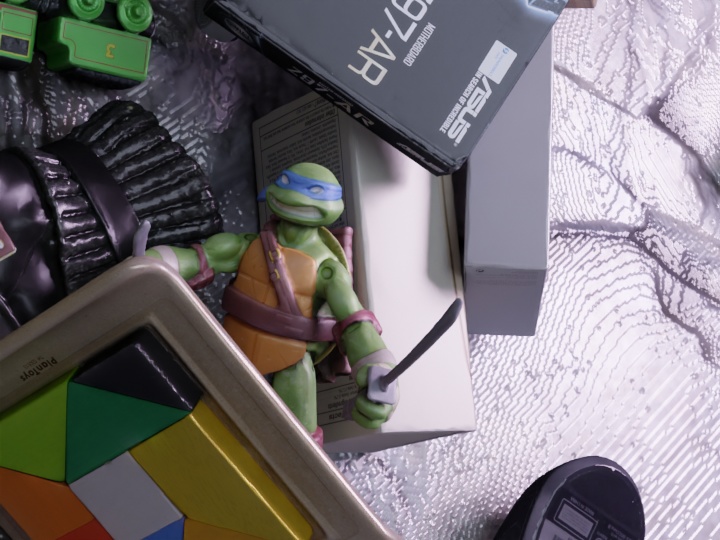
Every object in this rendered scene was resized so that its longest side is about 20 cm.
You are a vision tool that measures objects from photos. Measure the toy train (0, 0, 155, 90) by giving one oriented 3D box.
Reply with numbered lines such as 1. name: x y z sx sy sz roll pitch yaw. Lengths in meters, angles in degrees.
1. toy train: -0.200 -0.137 0.940 0.200 0.042 0.056 9 84 -34

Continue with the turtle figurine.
1. turtle figurine: -0.058 0.051 0.881 0.144 0.200 0.194 6 111 -16

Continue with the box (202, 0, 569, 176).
1. box: 0.036 -0.176 0.950 0.160 0.044 0.200 35 83 -10

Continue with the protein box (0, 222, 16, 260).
1. protein box: -0.292 -0.001 0.738 0.200 0.198 0.135 -34 98 -36

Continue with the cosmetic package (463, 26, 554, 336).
1. cosmetic package: 0.088 -0.075 1.061 0.052 0.151 0.200 3 74 2

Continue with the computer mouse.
1. computer mouse: 0.099 0.199 1.064 0.138 0.053 0.200 40 69 -20

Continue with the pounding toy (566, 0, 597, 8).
1. pounding toy: 0.071 -0.256 1.084 0.184 0.142 0.200 58 40 -63

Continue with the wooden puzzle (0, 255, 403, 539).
1. wooden puzzle: -0.106 0.105 0.856 0.200 0.185 0.037 49 32 -17

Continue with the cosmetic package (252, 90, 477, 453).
1. cosmetic package: 0.000 0.000 1.007 0.073 0.103 0.200 2 78 -36

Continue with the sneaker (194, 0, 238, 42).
1. sneaker: -0.038 -0.213 1.051 0.071 0.073 0.200 30 63 -23

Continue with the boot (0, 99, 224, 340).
1. boot: -0.176 -0.056 0.906 0.158 0.079 0.211 -39 112 -29
